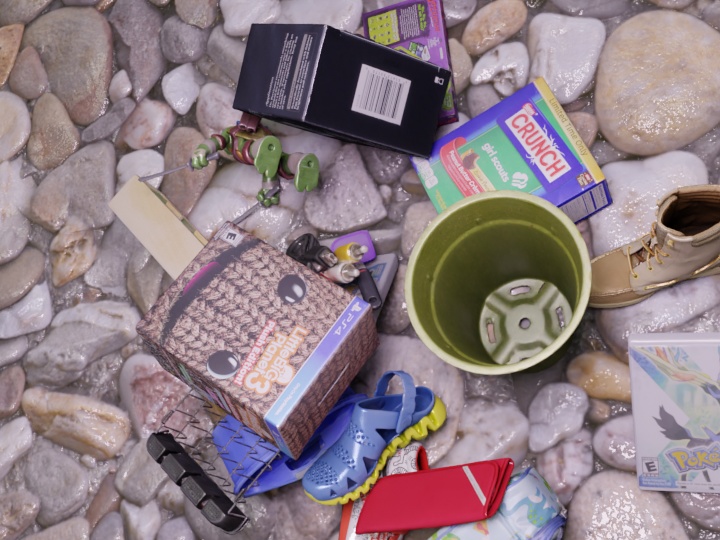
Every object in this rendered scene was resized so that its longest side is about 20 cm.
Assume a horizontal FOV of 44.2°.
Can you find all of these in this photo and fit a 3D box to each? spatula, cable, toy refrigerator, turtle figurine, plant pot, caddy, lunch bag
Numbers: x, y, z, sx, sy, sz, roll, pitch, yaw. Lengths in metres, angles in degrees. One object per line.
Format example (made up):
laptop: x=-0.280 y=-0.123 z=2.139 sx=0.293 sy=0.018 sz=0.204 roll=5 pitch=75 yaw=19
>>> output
spatula: x=0.000 y=0.000 z=1.097 sx=0.056 sy=0.021 sz=0.200 roll=-16 pitch=25 yaw=-2
cable: x=-0.058 y=-0.001 z=1.111 sx=0.050 sy=0.200 sz=0.097 roll=44 pitch=79 yaw=-16
toy refrigerator: x=-0.271 y=-0.050 z=1.279 sx=0.070 sy=0.076 sz=0.200 roll=-47 pitch=62 yaw=1
turtle figurine: x=-0.157 y=-0.126 z=1.207 sx=0.200 sy=0.145 sz=0.193 roll=-45 pitch=31 yaw=-21
plant pot: x=0.172 y=0.037 z=1.007 sx=0.198 sy=0.190 sz=0.202 roll=-7 pitch=71 yaw=19
caddy: x=-0.081 y=0.198 z=1.078 sx=0.199 sy=0.141 sz=0.105 roll=-39 pitch=69 yaw=6
lunch bag: x=0.130 y=0.298 z=0.953 sx=0.200 sy=0.161 sz=0.083 roll=-40 pitch=74 yaw=6

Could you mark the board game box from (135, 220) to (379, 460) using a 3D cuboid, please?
board game box: x=-0.107 y=0.071 z=0.947 sx=0.199 sy=0.097 sz=0.160 roll=29 pitch=68 yaw=22

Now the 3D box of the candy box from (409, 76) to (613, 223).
candy box: x=0.188 y=-0.116 z=1.117 sx=0.199 sy=0.077 sz=0.170 roll=-30 pitch=63 yaw=9

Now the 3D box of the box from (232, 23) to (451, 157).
box: x=-0.027 y=-0.230 z=1.128 sx=0.199 sy=0.195 sz=0.119 roll=24 pitch=101 yaw=54

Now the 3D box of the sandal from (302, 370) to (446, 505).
sandal: x=0.008 y=0.185 z=1.023 sx=0.200 sy=0.088 sz=0.079 roll=-40 pitch=36 yaw=-24

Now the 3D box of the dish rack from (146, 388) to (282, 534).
dish rack: x=-0.139 y=0.175 z=1.001 sx=0.153 sy=0.055 sz=0.200 roll=39 pitch=88 yaw=24

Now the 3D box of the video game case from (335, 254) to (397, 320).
video game case: x=-0.058 y=0.044 z=1.111 sx=0.180 sy=0.022 sz=0.200 roll=-8 pitch=27 yaw=19

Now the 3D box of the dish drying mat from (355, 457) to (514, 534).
dish drying mat: x=0.072 y=0.239 z=0.938 sx=0.199 sy=0.018 sz=0.077 roll=-22 pitch=29 yaw=45

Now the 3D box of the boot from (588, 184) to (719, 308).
boot: x=0.326 y=-0.025 z=0.985 sx=0.198 sy=0.155 sz=0.074 roll=-16 pitch=67 yaw=16

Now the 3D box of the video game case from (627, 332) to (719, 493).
video game case: x=0.385 y=0.150 z=0.917 sx=0.198 sy=0.022 sz=0.184 roll=-2 pitch=110 yaw=22

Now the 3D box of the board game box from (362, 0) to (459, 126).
board game box: x=0.069 y=-0.289 z=1.252 sx=0.119 sy=0.032 sz=0.202 roll=-13 pitch=69 yaw=22

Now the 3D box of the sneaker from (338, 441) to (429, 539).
sneaker: x=0.035 y=0.299 z=1.041 sx=0.107 sy=0.067 sz=0.204 roll=-7 pitch=67 yaw=22
